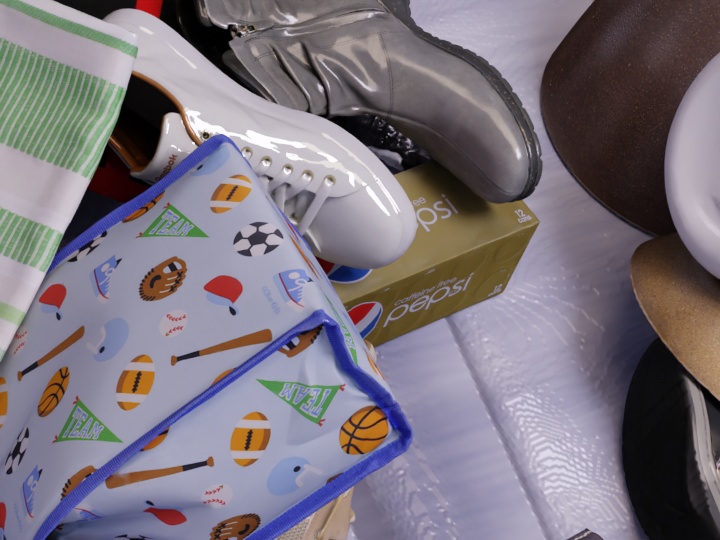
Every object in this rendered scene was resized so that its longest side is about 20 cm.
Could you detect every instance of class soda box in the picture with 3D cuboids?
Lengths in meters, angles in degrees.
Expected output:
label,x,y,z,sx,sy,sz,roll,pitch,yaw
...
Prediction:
label,x,y,z,sx,sy,sz,roll,pitch,yaw
soda box,0.000,0.000,1.501,0.199,0.068,0.064,-23,63,-35

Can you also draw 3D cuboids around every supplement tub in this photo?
label,x,y,z,sx,sy,sz,roll,pitch,yaw
supplement tub,0.283,-0.049,1.531,0.199,0.145,0.145,11,46,-41

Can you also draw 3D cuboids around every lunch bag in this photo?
label,x,y,z,sx,sy,sz,roll,pitch,yaw
lunch bag,-0.097,0.064,1.327,0.199,0.124,0.170,-34,38,1

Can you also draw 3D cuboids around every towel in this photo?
label,x,y,z,sx,sy,sz,roll,pitch,yaw
towel,-0.204,-0.049,1.376,0.152,0.023,0.201,22,82,31

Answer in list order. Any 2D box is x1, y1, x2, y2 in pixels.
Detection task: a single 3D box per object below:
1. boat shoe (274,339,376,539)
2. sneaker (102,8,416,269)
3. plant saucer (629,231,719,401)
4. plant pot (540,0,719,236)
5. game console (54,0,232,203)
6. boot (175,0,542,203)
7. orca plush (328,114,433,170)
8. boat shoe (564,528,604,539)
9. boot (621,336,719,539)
label,x,y,z,sx,sy,sz,roll,pitch,yaw
boat shoe,-0.039,0.117,1.398,0.065,0.071,0.200,56,46,-27
sneaker,-0.068,-0.050,1.408,0.199,0.073,0.085,31,35,1
plant saucer,0.244,0.036,1.548,0.199,0.036,0.201,28,27,-15
plant pot,0.228,-0.146,1.628,0.186,0.200,0.188,11,49,-14
game console,-0.128,-0.124,1.489,0.176,0.031,0.201,22,52,-21
boot,-0.006,-0.093,1.485,0.130,0.068,0.200,-25,63,-37
orca plush,-0.037,-0.113,1.575,0.199,0.071,0.105,33,47,5
boat shoe,0.045,0.170,1.380,0.199,0.072,0.065,-26,70,-30
boot,0.233,0.131,1.496,0.153,0.074,0.204,9,45,-25
